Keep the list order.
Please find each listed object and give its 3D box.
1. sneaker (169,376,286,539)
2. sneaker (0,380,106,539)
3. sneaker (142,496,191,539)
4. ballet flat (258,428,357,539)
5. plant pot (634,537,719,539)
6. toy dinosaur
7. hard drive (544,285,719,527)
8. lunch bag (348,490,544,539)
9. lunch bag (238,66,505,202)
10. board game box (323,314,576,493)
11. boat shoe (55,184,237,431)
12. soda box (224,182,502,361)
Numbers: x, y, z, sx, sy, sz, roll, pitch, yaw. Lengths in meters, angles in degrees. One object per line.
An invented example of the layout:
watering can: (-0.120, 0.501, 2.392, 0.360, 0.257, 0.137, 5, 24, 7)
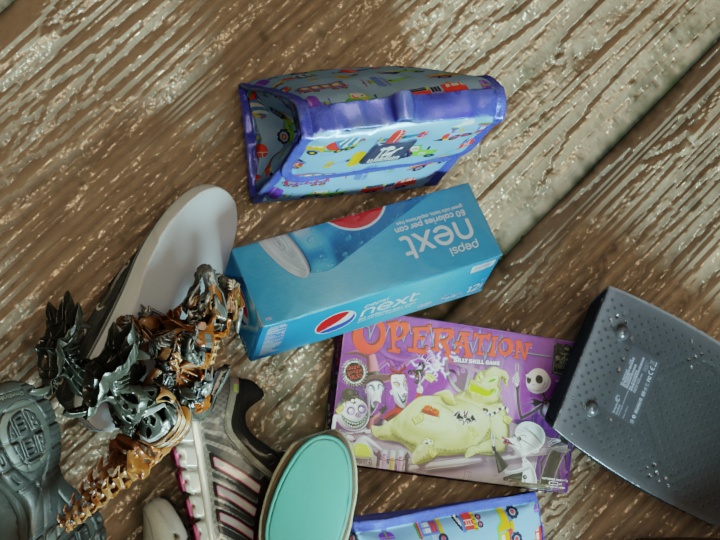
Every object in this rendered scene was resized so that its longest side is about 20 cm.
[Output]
sneaker: (-0.086, 0.168, 1.422, 0.087, 0.074, 0.202, -14, 86, -10)
sneaker: (-0.245, 0.164, 1.382, 0.076, 0.090, 0.202, -32, 118, -42)
sneaker: (-0.152, 0.267, 1.404, 0.080, 0.075, 0.202, -2, 87, -7)
ballet flat: (-0.046, 0.211, 1.388, 0.067, 0.062, 0.202, 11, 87, -6)
plant pot: (0.291, 0.284, 1.483, 0.198, 0.187, 0.189, 18, 82, 0)
toy dinosaur: (-0.151, 0.085, 1.344, 0.136, 0.101, 0.202, 39, 56, -44)
hard drive: (0.242, 0.112, 1.521, 0.199, 0.042, 0.136, 29, 75, -21)
lunch bag: (0.073, 0.253, 1.464, 0.198, 0.094, 0.152, -5, 85, -25)
lunch bag: (0.008, -0.110, 1.392, 0.149, 0.200, 0.095, -6, 88, -15)
board game box: (0.073, 0.102, 1.497, 0.198, 0.032, 0.121, 8, 80, -15)
boat shoe: (-0.162, 0.022, 1.417, 0.069, 0.056, 0.201, 40, 74, -43)
soda box: (0.000, 0.000, 1.446, 0.198, 0.064, 0.068, -16, 68, -21)
